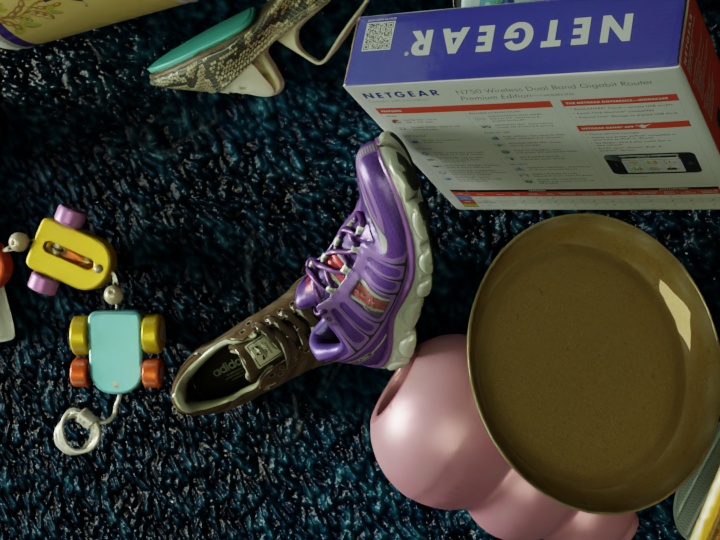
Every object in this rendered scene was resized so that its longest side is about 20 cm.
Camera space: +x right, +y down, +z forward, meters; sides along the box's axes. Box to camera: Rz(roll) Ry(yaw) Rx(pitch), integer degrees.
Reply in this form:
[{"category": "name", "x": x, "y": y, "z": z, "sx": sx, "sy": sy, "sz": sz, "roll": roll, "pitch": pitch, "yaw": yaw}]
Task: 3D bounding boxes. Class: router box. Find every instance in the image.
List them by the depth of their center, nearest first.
[{"category": "router box", "x": 0.119, "y": -0.094, "z": 0.705, "sx": 0.199, "sy": 0.179, "sz": 0.049, "roll": 2, "pitch": 70, "yaw": 29}]

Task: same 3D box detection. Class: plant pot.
[{"category": "plant pot", "x": 0.155, "y": 0.062, "z": 0.779, "sx": 0.199, "sy": 0.027, "sz": 0.201, "roll": 5, "pitch": 77, "yaw": -22}]

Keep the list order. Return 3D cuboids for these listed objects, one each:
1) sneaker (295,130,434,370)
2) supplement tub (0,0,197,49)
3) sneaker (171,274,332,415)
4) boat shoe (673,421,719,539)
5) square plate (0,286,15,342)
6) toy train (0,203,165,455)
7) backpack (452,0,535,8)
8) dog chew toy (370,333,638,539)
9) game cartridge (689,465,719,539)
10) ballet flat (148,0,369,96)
[{"category": "sneaker", "x": 0.000, "y": 0.000, "z": 0.753, "sx": 0.083, "sy": 0.081, "sz": 0.200, "roll": -3, "pitch": 136, "yaw": -10}, {"category": "supplement tub", "x": -0.174, "y": -0.239, "z": 0.777, "sx": 0.199, "sy": 0.145, "sz": 0.146, "roll": -12, "pitch": 100, "yaw": 16}, {"category": "sneaker", "x": -0.054, "y": 0.055, "z": 0.857, "sx": 0.200, "sy": 0.076, "sz": 0.071, "roll": -34, "pitch": 94, "yaw": 19}, {"category": "boat shoe", "x": 0.293, "y": 0.111, "z": 0.791, "sx": 0.200, "sy": 0.067, "sz": 0.074, "roll": -61, "pitch": 41, "yaw": 23}, {"category": "square plate", "x": -0.394, "y": -0.024, "z": 0.944, "sx": 0.199, "sy": 0.028, "sz": 0.199, "roll": -8, "pitch": 101, "yaw": 15}, {"category": "toy train", "x": -0.238, "y": 0.035, "z": 0.899, "sx": 0.150, "sy": 0.056, "sz": 0.200, "roll": -40, "pitch": 89, "yaw": 6}, {"category": "backpack", "x": 0.122, "y": -0.215, "z": 0.710, "sx": 0.153, "sy": 0.163, "sz": 0.200, "roll": 28, "pitch": 117, "yaw": 2}, {"category": "dog chew toy", "x": 0.107, "y": 0.133, "z": 0.819, "sx": 0.200, "sy": 0.125, "sz": 0.125, "roll": 33, "pitch": 109, "yaw": -4}, {"category": "game cartridge", "x": 0.307, "y": 0.115, "z": 0.741, "sx": 0.199, "sy": 0.032, "sz": 0.177, "roll": 5, "pitch": 110, "yaw": -34}, {"category": "ballet flat", "x": -0.056, "y": -0.169, "z": 0.814, "sx": 0.200, "sy": 0.068, "sz": 0.075, "roll": -35, "pitch": 109, "yaw": 16}]
